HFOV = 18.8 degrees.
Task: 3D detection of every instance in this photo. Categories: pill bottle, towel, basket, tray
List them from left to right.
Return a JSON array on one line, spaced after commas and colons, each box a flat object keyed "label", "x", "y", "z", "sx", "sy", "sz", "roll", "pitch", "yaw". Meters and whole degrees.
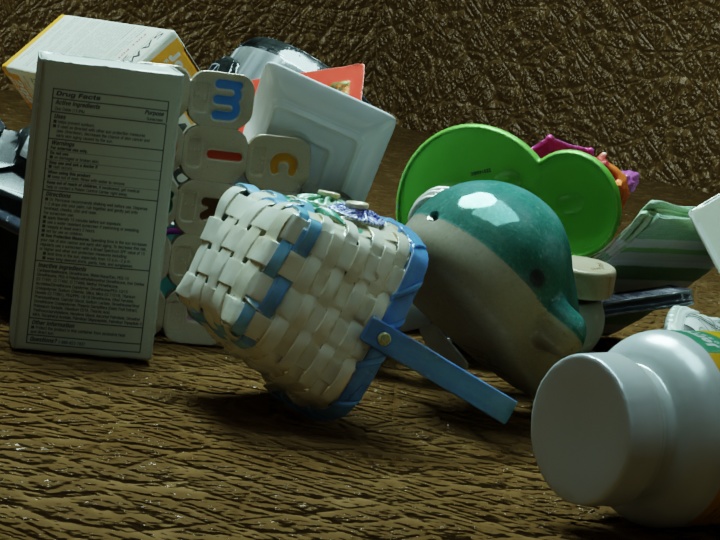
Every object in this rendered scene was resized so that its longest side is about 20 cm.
[{"label": "tray", "x": -0.048, "y": -0.067, "z": 1.665, "sx": 0.107, "sy": 0.201, "sz": 0.022, "roll": 23, "pitch": 49, "yaw": 1}, {"label": "basket", "x": -0.006, "y": 0.032, "z": 1.415, "sx": 0.199, "sy": 0.140, "sz": 0.176, "roll": 35, "pitch": -5, "yaw": -27}, {"label": "towel", "x": 0.232, "y": 0.002, "z": 1.847, "sx": 0.152, "sy": 0.024, "sz": 0.200, "roll": 3, "pitch": -32, "yaw": -40}, {"label": "pill bottle", "x": 0.198, "y": 0.091, "z": 1.253, "sx": 0.199, "sy": 0.114, "sz": 0.112, "roll": 2, "pitch": 10, "yaw": -37}]

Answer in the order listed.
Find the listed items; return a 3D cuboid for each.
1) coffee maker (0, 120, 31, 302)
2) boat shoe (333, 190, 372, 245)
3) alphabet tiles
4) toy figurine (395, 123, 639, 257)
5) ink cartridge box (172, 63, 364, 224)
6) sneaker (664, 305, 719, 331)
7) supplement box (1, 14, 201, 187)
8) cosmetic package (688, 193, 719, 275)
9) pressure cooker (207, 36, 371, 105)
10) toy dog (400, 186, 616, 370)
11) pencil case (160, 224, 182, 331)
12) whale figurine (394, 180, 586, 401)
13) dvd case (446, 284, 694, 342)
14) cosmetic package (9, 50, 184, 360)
[{"label": "coffee maker", "x": -0.315, "y": -0.050, "z": 1.632, "sx": 0.199, "sy": 0.193, "sz": 0.135, "roll": 27, "pitch": 22, "yaw": -6}, {"label": "boat shoe", "x": 0.000, "y": 0.000, "z": 1.677, "sx": 0.060, "sy": 0.074, "sz": 0.200, "roll": -32, "pitch": -23, "yaw": 5}, {"label": "alphabet tiles", "x": -0.136, "y": -0.048, "z": 1.587, "sx": 0.194, "sy": 0.202, "sz": 0.015, "roll": 5, "pitch": 6, "yaw": -17}, {"label": "toy figurine", "x": 0.158, "y": -0.061, "z": 1.751, "sx": 0.199, "sy": 0.151, "sz": 0.184, "roll": -11, "pitch": 6, "yaw": 34}, {"label": "ink cartridge box", "x": -0.083, "y": -0.089, "z": 1.860, "sx": 0.161, "sy": 0.202, "sz": 0.057, "roll": -6, "pitch": -22, "yaw": 22}, {"label": "sneaker", "x": 0.278, "y": 0.068, "z": 1.656, "sx": 0.087, "sy": 0.076, "sz": 0.200, "roll": 10, "pitch": 8, "yaw": 17}, {"label": "supplement box", "x": -0.183, "y": -0.123, "z": 1.686, "sx": 0.073, "sy": 0.126, "sz": 0.200, "roll": -43, "pitch": 28, "yaw": -19}, {"label": "cosmetic package", "x": 0.340, "y": 0.007, "z": 1.784, "sx": 0.073, "sy": 0.104, "sz": 0.200, "roll": -29, "pitch": -26, "yaw": 9}, {"label": "pressure cooker", "x": -0.091, "y": -0.091, "z": 2.001, "sx": 0.178, "sy": 0.201, "sz": 0.176, "roll": 25, "pitch": -16, "yaw": 34}, {"label": "toy dog", "x": 0.101, "y": 0.024, "z": 1.617, "sx": 0.199, "sy": 0.133, "sz": 0.096, "roll": 27, "pitch": 9, "yaw": -4}, {"label": "pencil case", "x": -0.184, "y": -0.012, "z": 1.703, "sx": 0.092, "sy": 0.086, "sz": 0.200, "roll": 33, "pitch": -7, "yaw": -32}, {"label": "whale figurine", "x": 0.113, "y": 0.019, "z": 1.503, "sx": 0.200, "sy": 0.104, "sz": 0.159, "roll": 48, "pitch": -16, "yaw": -29}, {"label": "dvd case", "x": 0.161, "y": 0.035, "z": 1.744, "sx": 0.198, "sy": 0.016, "sz": 0.149, "roll": -8, "pitch": 1, "yaw": 2}, {"label": "cosmetic package", "x": -0.186, "y": -0.047, "z": 1.514, "sx": 0.102, "sy": 0.202, "sz": 0.087, "roll": 7, "pitch": 9, "yaw": -12}]
